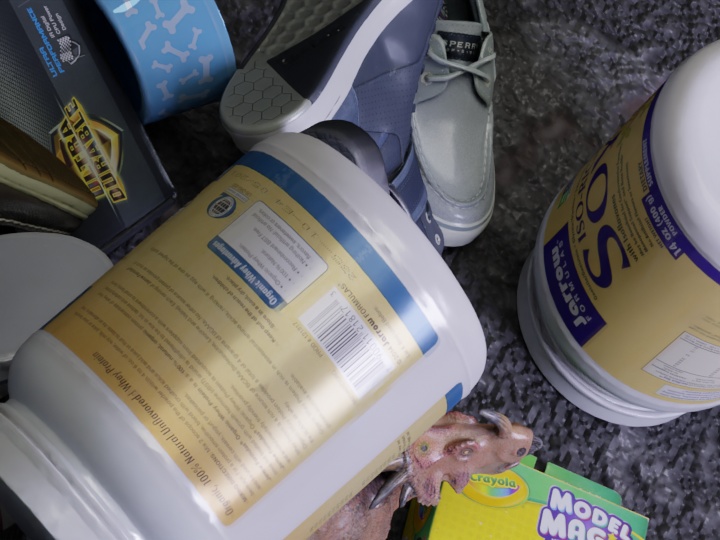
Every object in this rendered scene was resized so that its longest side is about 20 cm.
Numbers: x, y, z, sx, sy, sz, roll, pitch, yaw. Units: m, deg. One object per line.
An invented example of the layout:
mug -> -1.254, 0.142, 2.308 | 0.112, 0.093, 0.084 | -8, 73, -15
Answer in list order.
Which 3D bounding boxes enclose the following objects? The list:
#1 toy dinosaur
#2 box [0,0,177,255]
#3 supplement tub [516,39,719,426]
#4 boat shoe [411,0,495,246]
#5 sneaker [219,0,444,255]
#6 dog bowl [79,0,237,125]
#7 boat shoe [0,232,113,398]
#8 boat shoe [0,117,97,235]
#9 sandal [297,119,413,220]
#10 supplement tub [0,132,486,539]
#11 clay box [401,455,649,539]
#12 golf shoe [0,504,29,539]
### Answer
toy dinosaur -> -0.025, 0.111, 1.267 | 0.199, 0.136, 0.086 | -31, 80, -32
box -> -0.195, -0.079, 1.294 | 0.159, 0.046, 0.201 | -37, 109, -34
supplement tub -> 0.176, -0.015, 1.381 | 0.144, 0.200, 0.146 | 11, 61, -19
boat shoe -> 0.037, -0.115, 1.447 | 0.070, 0.072, 0.202 | 0, 65, -24
sneaker -> 0.011, -0.088, 1.385 | 0.203, 0.077, 0.147 | -55, 136, -32
dog bowl -> -0.139, -0.156, 1.361 | 0.049, 0.112, 0.200 | -31, 69, -18
boat shoe -> -0.201, 0.048, 1.228 | 0.199, 0.066, 0.072 | -26, 57, -9
boat shoe -> -0.205, -0.047, 1.218 | 0.199, 0.065, 0.073 | 23, 14, -45
sandal -> 0.000, 0.000, 1.308 | 0.043, 0.201, 0.076 | -35, 53, -25
supplement tub -> -0.060, 0.052, 1.167 | 0.200, 0.145, 0.145 | -41, 85, -13
clay box -> 0.072, 0.171, 1.333 | 0.114, 0.048, 0.201 | 23, 59, -12
golf shoe -> -0.165, 0.096, 1.250 | 0.088, 0.077, 0.200 | 31, 56, 1
